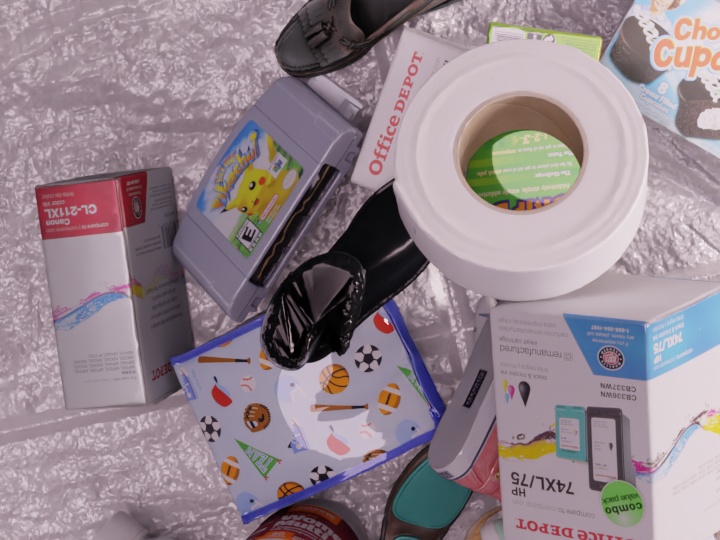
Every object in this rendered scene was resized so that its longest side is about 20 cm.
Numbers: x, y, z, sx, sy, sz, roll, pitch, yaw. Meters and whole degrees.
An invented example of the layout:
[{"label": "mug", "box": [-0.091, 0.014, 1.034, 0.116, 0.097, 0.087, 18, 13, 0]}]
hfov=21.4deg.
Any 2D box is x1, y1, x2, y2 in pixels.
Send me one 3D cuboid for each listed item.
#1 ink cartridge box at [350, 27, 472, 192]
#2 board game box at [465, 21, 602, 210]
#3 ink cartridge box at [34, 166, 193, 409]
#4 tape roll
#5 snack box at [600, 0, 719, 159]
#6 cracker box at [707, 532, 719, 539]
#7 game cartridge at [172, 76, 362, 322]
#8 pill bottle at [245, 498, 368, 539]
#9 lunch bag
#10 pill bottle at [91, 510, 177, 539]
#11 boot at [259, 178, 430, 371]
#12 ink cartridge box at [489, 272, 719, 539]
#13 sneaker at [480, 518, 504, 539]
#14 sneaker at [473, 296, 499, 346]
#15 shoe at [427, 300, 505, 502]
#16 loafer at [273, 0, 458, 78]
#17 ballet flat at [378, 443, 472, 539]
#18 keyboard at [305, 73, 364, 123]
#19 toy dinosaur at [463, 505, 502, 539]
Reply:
[{"label": "ink cartridge box", "box": [0.108, -0.111, 1.653, 0.199, 0.084, 0.147, 20, 99, 8]}, {"label": "board game box", "box": [0.140, -0.101, 1.590, 0.095, 0.030, 0.201, 9, 92, 10]}, {"label": "ink cartridge box", "box": [-0.216, 0.014, 1.699, 0.083, 0.146, 0.201, -5, 95, 13]}, {"label": "tape roll", "box": [0.127, -0.080, 1.509, 0.202, 0.071, 0.203, -2, 70, 6]}, {"label": "snack box", "box": [0.309, -0.162, 1.632, 0.200, 0.037, 0.116, 31, 101, 6]}, {"label": "cracker box", "box": [0.232, 0.200, 1.679, 0.134, 0.058, 0.201, -20, 93, 11]}, {"label": "game cartridge", "box": [-0.088, -0.068, 1.683, 0.040, 0.133, 0.200, 25, 102, -39]}, {"label": "pill bottle", "box": [-0.055, 0.267, 1.669, 0.109, 0.200, 0.110, 1, 97, 11]}, {"label": "lunch bag", "box": [-0.037, 0.106, 1.689, 0.200, 0.124, 0.170, -27, 89, 20]}, {"label": "pill bottle", "box": [-0.169, 0.316, 1.743, 0.200, 0.113, 0.113, 36, 102, 5]}, {"label": "boot", "box": [0.000, 0.000, 1.547, 0.076, 0.168, 0.200, 42, 90, 1]}, {"label": "ink cartridge box", "box": [0.206, 0.117, 1.527, 0.146, 0.146, 0.201, 5, 105, 37]}, {"label": "sneaker", "box": [0.207, 0.234, 1.611, 0.200, 0.074, 0.118, 29, 108, -11]}, {"label": "sneaker", "box": [0.190, 0.052, 1.665, 0.199, 0.075, 0.087, -5, 91, 11]}, {"label": "shoe", "box": [0.141, 0.100, 1.619, 0.091, 0.071, 0.200, 30, 86, -27]}, {"label": "loafer", "box": [0.007, -0.233, 1.668, 0.200, 0.063, 0.072, -27, 87, 12]}, {"label": "ballet flat", "box": [0.047, 0.220, 1.696, 0.068, 0.068, 0.200, 19, 110, -13]}, {"label": "keyboard", "box": [-0.074, -0.085, 1.731, 0.056, 0.011, 0.200, 37, 102, 10]}, {"label": "toy dinosaur", "box": [0.103, 0.279, 1.708, 0.106, 0.060, 0.200, -12, 121, 14]}]
